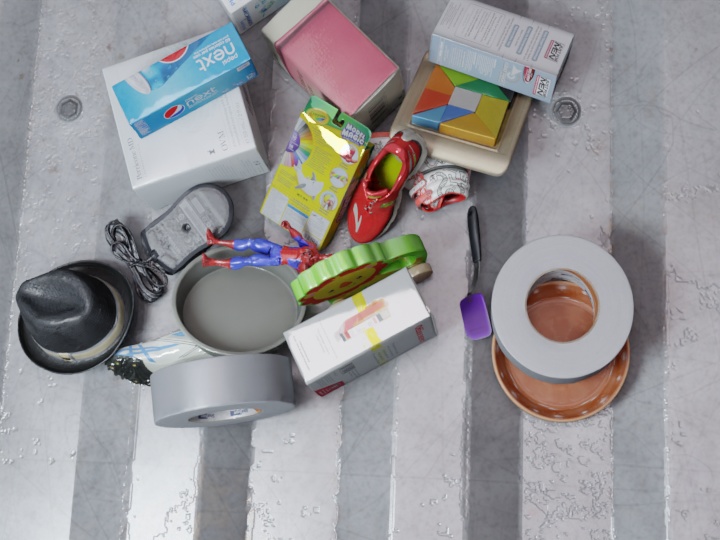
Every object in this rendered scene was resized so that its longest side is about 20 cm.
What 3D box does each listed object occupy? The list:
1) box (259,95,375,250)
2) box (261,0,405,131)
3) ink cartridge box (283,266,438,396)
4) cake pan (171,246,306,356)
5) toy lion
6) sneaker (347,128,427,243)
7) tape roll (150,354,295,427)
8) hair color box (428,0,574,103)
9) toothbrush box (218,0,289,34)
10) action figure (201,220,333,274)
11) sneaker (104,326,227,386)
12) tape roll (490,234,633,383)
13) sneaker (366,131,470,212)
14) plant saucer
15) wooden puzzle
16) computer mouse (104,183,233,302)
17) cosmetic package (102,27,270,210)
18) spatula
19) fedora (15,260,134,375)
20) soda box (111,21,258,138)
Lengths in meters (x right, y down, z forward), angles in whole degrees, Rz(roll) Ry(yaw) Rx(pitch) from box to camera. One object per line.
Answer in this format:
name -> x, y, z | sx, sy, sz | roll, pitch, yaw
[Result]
box -> -0.061, -0.147, 1.709 | 0.116, 0.048, 0.202 | 32, 117, 12
box -> -0.038, -0.311, 1.749 | 0.109, 0.128, 0.200 | -44, 76, -4
ink cartridge box -> 0.003, 0.090, 1.649 | 0.198, 0.145, 0.084 | -27, 75, -1
cake pan -> -0.176, 0.051, 1.692 | 0.196, 0.037, 0.203 | 3, 51, -3
toy lion -> 0.000, 0.000, 1.644 | 0.197, 0.192, 0.070 | -24, 76, 0
sneaker -> 0.022, -0.119, 1.683 | 0.077, 0.085, 0.202 | 35, 125, 12
tape roll -> -0.191, 0.170, 1.616 | 0.196, 0.200, 0.067 | -8, 76, 4
hair color box -> 0.212, -0.336, 1.745 | 0.197, 0.061, 0.100 | 21, 57, 11
toothbrush box -> -0.153, -0.496, 1.823 | 0.199, 0.085, 0.147 | -35, 77, -3
action figure -> -0.130, -0.034, 1.676 | 0.196, 0.099, 0.066 | 7, 63, 0
sneaker -> -0.283, 0.122, 1.720 | 0.196, 0.073, 0.073 | -8, 46, 10
tape roll -> 0.282, 0.056, 1.635 | 0.196, 0.066, 0.204 | -1, 78, 5
sneaker -> 0.068, -0.146, 1.732 | 0.197, 0.067, 0.110 | -1, 74, 3
plant saucer -> 0.287, 0.117, 1.670 | 0.196, 0.032, 0.204 | -1, 78, 5
wooden puzzle -> 0.155, -0.243, 1.726 | 0.182, 0.038, 0.202 | 17, 55, 9
computer mouse -> -0.277, -0.059, 1.759 | 0.198, 0.053, 0.140 | -33, 89, 5
cosmetic package -> -0.264, -0.228, 1.759 | 0.197, 0.123, 0.203 | -18, 76, 3
spatula -> 0.168, 0.001, 1.708 | 0.020, 0.056, 0.204 | 13, 68, -32
fedora -> -0.436, 0.054, 1.708 | 0.197, 0.092, 0.204 | -7, 64, 15
soda box -> -0.252, -0.274, 1.673 | 0.198, 0.064, 0.069 | -28, 76, -2
